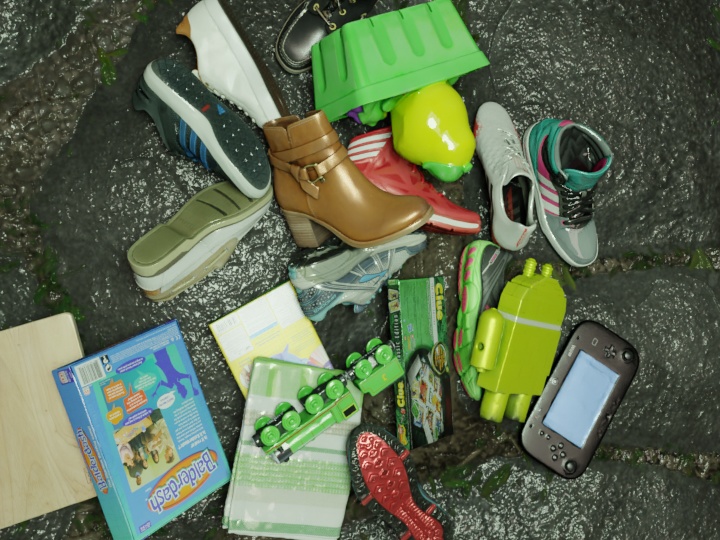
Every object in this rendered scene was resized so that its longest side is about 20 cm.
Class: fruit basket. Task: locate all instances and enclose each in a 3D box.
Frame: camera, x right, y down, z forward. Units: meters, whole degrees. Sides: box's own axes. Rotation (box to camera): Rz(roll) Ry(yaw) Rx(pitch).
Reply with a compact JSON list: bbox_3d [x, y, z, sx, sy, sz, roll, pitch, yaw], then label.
[{"bbox_3d":[0.058,-0.198,0.936,0.211,0.154,0.222,2,87,-31],"label":"fruit basket"}]

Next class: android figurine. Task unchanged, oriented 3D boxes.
[{"bbox_3d":[0.201,0.088,0.990,0.180,0.040,0.206,9,95,-49],"label":"android figurine"}]

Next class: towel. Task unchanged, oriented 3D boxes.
[{"bbox_3d":[-0.076,0.213,0.938,0.145,0.031,0.206,11,89,-18],"label":"towel"}]

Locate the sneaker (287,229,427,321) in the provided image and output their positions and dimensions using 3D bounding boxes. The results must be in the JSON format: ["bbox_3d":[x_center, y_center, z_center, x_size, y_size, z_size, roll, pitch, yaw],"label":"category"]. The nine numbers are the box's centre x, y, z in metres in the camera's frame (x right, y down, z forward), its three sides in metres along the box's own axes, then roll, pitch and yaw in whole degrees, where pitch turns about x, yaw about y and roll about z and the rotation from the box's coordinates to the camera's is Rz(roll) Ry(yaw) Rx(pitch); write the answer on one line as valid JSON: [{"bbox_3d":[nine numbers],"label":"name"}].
[{"bbox_3d":[0.000,0.000,0.980,0.196,0.077,0.089,-20,113,-28],"label":"sneaker"}]

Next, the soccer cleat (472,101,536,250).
[{"bbox_3d":[0.188,-0.128,1.008,0.067,0.085,0.206,-1,75,-12],"label":"soccer cleat"}]

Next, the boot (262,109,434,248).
[{"bbox_3d":[-0.020,-0.109,0.907,0.195,0.074,0.158,-5,115,25],"label":"boot"}]

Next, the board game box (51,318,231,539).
[{"bbox_3d":[-0.241,0.178,0.894,0.151,0.044,0.205,-23,96,-50],"label":"board game box"}]

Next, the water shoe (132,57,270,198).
[{"bbox_3d":[-0.187,-0.159,0.947,0.201,0.079,0.072,50,40,-4],"label":"water shoe"}]

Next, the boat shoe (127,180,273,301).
[{"bbox_3d":[-0.184,-0.040,0.943,0.198,0.069,0.074,-35,51,-27],"label":"boat shoe"}]

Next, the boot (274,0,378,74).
[{"bbox_3d":[-0.020,-0.329,0.945,0.199,0.150,0.074,-42,97,-9],"label":"boot"}]

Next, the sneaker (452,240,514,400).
[{"bbox_3d":[0.165,0.065,1.015,0.081,0.077,0.206,5,88,-8],"label":"sneaker"}]

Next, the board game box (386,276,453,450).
[{"bbox_3d":[0.077,0.112,0.992,0.103,0.023,0.206,-2,88,-49],"label":"board game box"}]

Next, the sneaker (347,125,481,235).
[{"bbox_3d":[0.070,-0.118,0.999,0.195,0.078,0.119,14,87,-13],"label":"sneaker"}]

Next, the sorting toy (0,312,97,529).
[{"bbox_3d":[-0.392,0.172,0.890,0.194,0.069,0.205,-16,92,-13],"label":"sorting toy"}]

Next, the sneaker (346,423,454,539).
[{"bbox_3d":[0.032,0.264,0.964,0.079,0.095,0.203,-36,112,-14],"label":"sneaker"}]

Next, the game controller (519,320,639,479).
[{"bbox_3d":[0.291,0.171,1.058,0.103,0.042,0.203,32,81,-10],"label":"game controller"}]

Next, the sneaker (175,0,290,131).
[{"bbox_3d":[-0.152,-0.225,0.965,0.083,0.073,0.203,-29,97,12],"label":"sneaker"}]

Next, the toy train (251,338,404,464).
[{"bbox_3d":[-0.035,0.151,0.914,0.198,0.042,0.057,-34,112,-13],"label":"toy train"}]

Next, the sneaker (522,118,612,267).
[{"bbox_3d":[0.282,-0.104,1.022,0.082,0.121,0.205,-21,93,-12],"label":"sneaker"}]

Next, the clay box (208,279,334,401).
[{"bbox_3d":[-0.092,0.129,0.969,0.113,0.048,0.204,-27,96,-11],"label":"clay box"}]
